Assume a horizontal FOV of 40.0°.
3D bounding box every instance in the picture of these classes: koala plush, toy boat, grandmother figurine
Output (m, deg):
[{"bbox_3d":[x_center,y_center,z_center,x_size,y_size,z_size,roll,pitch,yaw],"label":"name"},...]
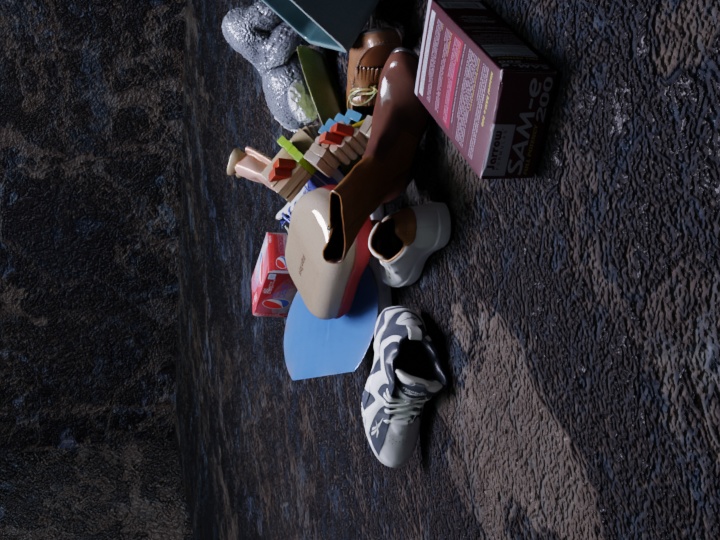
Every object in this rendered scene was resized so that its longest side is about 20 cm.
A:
[{"bbox_3d":[-0.114,-0.320,1.552,0.177,0.181,0.204,-167,63,-72],"label":"koala plush"},{"bbox_3d":[-0.018,-0.032,1.298,0.132,0.129,0.201,60,158,21],"label":"toy boat"},{"bbox_3d":[-0.107,-0.133,1.517,0.121,0.197,0.062,-21,-49,-70],"label":"grandmother figurine"}]

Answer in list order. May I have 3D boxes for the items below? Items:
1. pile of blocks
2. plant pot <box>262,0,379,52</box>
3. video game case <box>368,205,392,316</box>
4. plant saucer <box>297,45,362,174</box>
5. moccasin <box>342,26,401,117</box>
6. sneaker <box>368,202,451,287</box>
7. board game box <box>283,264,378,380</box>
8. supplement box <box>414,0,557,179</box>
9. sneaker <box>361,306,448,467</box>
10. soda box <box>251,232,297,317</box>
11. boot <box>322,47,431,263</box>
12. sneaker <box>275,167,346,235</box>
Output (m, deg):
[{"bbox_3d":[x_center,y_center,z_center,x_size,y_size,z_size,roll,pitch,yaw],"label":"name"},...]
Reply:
[{"bbox_3d":[-0.047,-0.165,1.244,0.062,0.198,0.083,37,-150,-63],"label":"pile of blocks"},{"bbox_3d":[-0.050,-0.421,1.242,0.201,0.195,0.196,-51,24,1],"label":"plant pot"},{"bbox_3d":[0.000,0.000,1.435,0.200,0.022,0.186,151,116,-71],"label":"video game case"},{"bbox_3d":[-0.038,-0.227,1.398,0.200,0.031,0.203,-21,-89,-84],"label":"plant saucer"},{"bbox_3d":[0.013,-0.240,1.276,0.202,0.072,0.079,122,140,-62],"label":"moccasin"},{"bbox_3d":[0.040,-0.032,1.205,0.200,0.083,0.074,124,138,-65],"label":"sneaker"},{"bbox_3d":[-0.031,0.074,1.386,0.198,0.039,0.161,-14,62,45],"label":"board game box"},{"bbox_3d":[0.117,-0.184,0.974,0.201,0.060,0.110,-115,27,-53],"label":"supplement box"},{"bbox_3d":[0.053,0.152,1.188,0.130,0.078,0.203,-141,60,-78],"label":"sneaker"},{"bbox_3d":[-0.131,0.009,1.564,0.200,0.062,0.071,121,148,-64],"label":"soda box"},{"bbox_3d":[0.009,-0.134,1.123,0.200,0.068,0.190,-49,-22,-46],"label":"boot"},{"bbox_3d":[-0.059,-0.087,1.374,0.081,0.115,0.199,44,177,2],"label":"sneaker"}]
